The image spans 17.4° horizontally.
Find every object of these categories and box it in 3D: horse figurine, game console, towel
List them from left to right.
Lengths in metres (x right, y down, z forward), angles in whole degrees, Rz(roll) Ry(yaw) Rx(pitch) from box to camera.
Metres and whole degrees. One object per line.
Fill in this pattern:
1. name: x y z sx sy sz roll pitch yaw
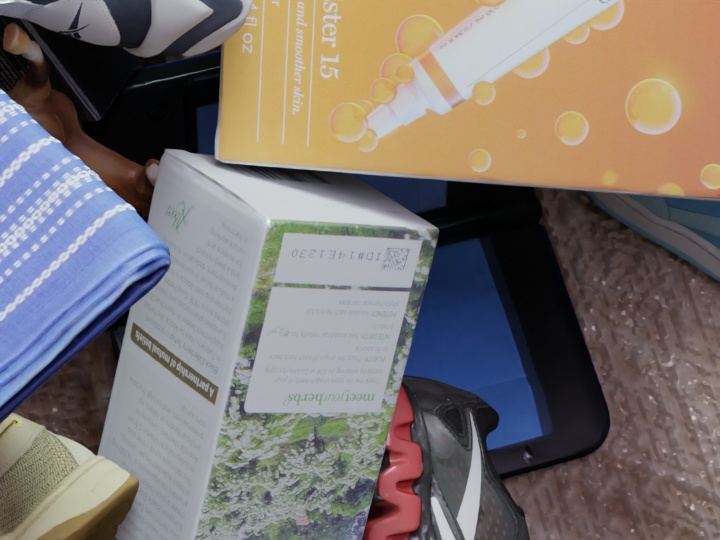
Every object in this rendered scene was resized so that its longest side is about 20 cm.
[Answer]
1. towel: -0.168 -0.011 0.756 0.145 0.024 0.200 -42 54 -10
2. horse figurine: -0.167 -0.042 0.875 0.200 0.133 0.050 -10 71 15
3. game console: 0.000 0.000 0.960 0.200 0.171 0.118 -14 44 -17

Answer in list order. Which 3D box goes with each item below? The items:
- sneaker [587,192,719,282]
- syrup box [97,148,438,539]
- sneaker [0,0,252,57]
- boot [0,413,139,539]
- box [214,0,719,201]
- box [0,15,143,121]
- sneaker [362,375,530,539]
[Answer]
1. sneaker: 0.197 -0.036 1.002 0.200 0.131 0.080 25 64 -1
2. syrup box: -0.044 0.063 0.875 0.079 0.081 0.200 2 109 -36
3. sneaker: -0.114 -0.171 0.811 0.130 0.079 0.199 -1 83 -28
4. boot: -0.179 0.069 0.786 0.155 0.073 0.200 35 23 10
5. box: 0.057 -0.097 0.854 0.200 0.097 0.124 4 99 13
6. box: -0.144 -0.175 0.957 0.182 0.104 0.200 9 57 38
7. sneaker: 0.025 0.133 0.928 0.098 0.071 0.201 3 81 -36
